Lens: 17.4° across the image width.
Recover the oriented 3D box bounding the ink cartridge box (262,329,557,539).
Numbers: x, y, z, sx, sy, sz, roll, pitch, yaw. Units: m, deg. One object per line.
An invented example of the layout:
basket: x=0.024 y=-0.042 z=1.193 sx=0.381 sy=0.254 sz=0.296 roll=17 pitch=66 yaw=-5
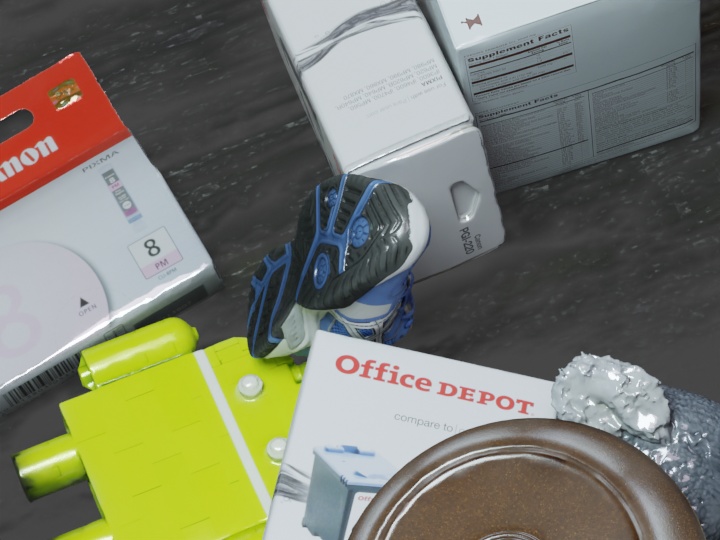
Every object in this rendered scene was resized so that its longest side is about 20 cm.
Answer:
ink cartridge box: x=0.021 y=0.149 z=1.291 sx=0.146 sy=0.086 sz=0.200 roll=12 pitch=61 yaw=1

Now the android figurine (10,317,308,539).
android figurine: x=-0.097 y=0.110 z=1.378 sx=0.200 sy=0.041 sz=0.182 roll=-20 pitch=60 yaw=-8

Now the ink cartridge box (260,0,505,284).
ink cartridge box: x=0.007 y=-0.109 z=1.401 sx=0.085 sy=0.146 sz=0.200 roll=-24 pitch=59 yaw=-2

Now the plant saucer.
plant saucer: x=0.076 y=0.162 z=1.182 sx=0.200 sy=0.032 sz=0.200 roll=-8 pitch=62 yaw=16

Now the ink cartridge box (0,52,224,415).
ink cartridge box: x=-0.202 y=-0.032 z=1.464 sx=0.162 sy=0.057 sz=0.200 roll=-31 pitch=71 yaw=-5

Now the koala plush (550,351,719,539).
koala plush: x=0.196 y=0.124 z=1.281 sx=0.200 sy=0.177 sz=0.184 roll=25 pitch=74 yaw=25

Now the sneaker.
sneaker: x=0.000 y=0.000 z=1.325 sx=0.077 sy=0.200 sz=0.076 roll=9 pitch=71 yaw=-19

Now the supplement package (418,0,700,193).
supplement package: x=0.105 y=-0.185 z=1.402 sx=0.147 sy=0.200 sz=0.191 roll=-18 pitch=67 yaw=0
